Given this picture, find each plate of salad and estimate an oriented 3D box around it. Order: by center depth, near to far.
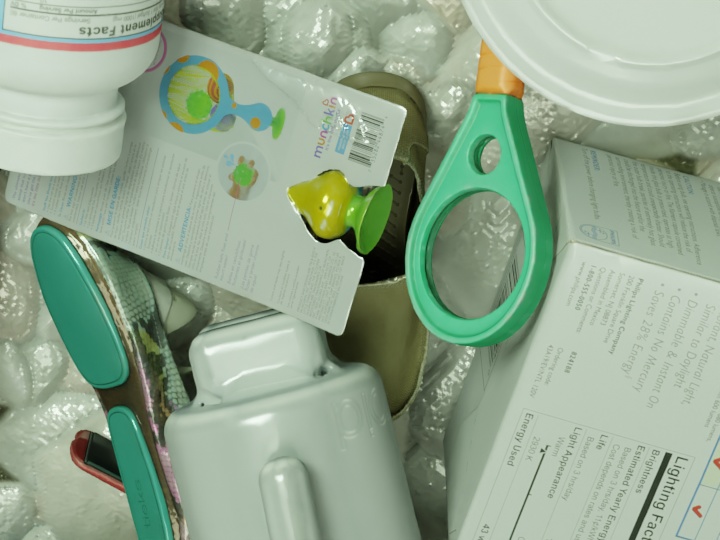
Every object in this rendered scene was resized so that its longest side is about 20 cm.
[{"bbox_3d":[0.137,-0.169,1.207,0.198,0.048,0.202,0,95,0],"label":"plate of salad"}]

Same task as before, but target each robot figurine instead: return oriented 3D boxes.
[{"bbox_3d":[-0.030,0.120,1.270,0.112,0.170,0.202,-13,94,5],"label":"robot figurine"}]

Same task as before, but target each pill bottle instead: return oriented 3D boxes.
[{"bbox_3d":[-0.142,-0.152,1.191,0.108,0.109,0.202,8,113,-3],"label":"pill bottle"}]

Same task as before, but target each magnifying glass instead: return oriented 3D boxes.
[{"bbox_3d":[0.064,-0.063,1.234,0.079,0.022,0.202,5,84,40],"label":"magnifying glass"}]

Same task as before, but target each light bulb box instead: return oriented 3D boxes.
[{"bbox_3d":[0.164,0.065,1.301,0.198,0.125,0.199,15,118,-8],"label":"light bulb box"}]

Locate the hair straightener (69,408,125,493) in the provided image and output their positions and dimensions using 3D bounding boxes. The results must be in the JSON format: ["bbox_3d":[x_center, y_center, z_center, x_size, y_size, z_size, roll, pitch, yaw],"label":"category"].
[{"bbox_3d":[-0.056,0.120,1.383,0.199,0.041,0.077,33,114,-9],"label":"hair straightener"}]

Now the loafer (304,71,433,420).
[{"bbox_3d":[0.000,0.000,1.303,0.075,0.068,0.202,0,118,2],"label":"loafer"}]

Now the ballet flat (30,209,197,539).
[{"bbox_3d":[-0.108,0.056,1.328,0.071,0.069,0.201,-25,98,-31],"label":"ballet flat"}]

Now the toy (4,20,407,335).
[{"bbox_3d":[-0.072,-0.057,1.261,0.199,0.047,0.116,22,104,24],"label":"toy"}]
